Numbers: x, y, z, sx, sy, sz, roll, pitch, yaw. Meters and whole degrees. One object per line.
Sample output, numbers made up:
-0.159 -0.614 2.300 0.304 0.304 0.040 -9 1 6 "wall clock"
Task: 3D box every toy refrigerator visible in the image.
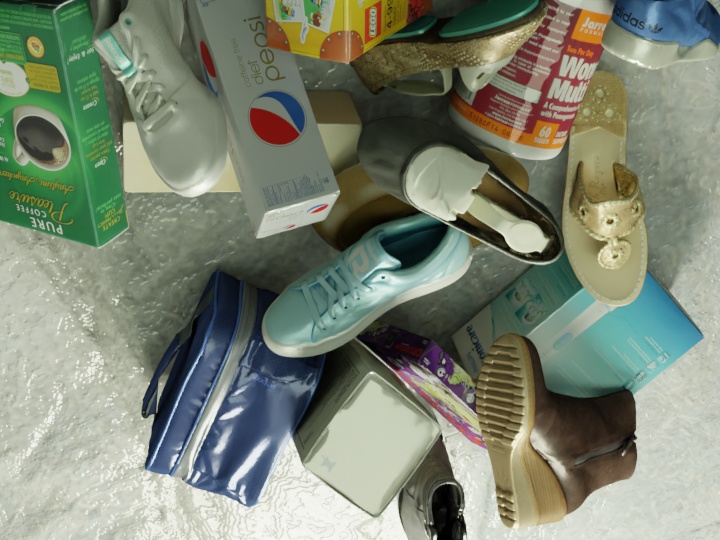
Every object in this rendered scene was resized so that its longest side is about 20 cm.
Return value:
-0.103 -0.109 0.975 0.196 0.076 0.071 -1 120 -12 "toy refrigerator"

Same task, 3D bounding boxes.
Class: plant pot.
0.053 -0.050 1.004 0.196 0.028 0.201 -8 157 -3 "plant pot"

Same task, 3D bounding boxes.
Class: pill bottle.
0.154 -0.205 0.955 0.108 0.110 0.202 11 117 -18 "pill bottle"

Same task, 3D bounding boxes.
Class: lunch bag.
-0.127 0.111 1.057 0.131 0.136 0.202 23 110 -12 "lunch bag"

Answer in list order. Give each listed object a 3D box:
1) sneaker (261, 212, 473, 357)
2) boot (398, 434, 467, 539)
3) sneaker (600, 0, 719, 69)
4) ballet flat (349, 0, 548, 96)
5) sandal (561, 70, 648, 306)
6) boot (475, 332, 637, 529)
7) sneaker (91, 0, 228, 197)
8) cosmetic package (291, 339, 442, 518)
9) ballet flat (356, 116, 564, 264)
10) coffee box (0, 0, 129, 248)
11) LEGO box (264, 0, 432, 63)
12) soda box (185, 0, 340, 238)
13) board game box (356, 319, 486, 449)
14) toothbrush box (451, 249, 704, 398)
0.000 0.000 0.961 0.198 0.074 0.082 -29 151 -6 "sneaker"
0.080 0.268 1.195 0.069 0.132 0.202 -17 121 -2 "boot"
0.267 -0.235 0.928 0.199 0.076 0.113 -23 139 -52 "sneaker"
0.074 -0.178 0.927 0.070 0.198 0.066 -43 121 -36 "ballet flat"
0.215 -0.072 1.016 0.076 0.070 0.216 -3 93 14 "sandal"
0.193 0.136 1.085 0.165 0.072 0.203 -17 112 -32 "boot"
-0.165 -0.151 0.866 0.075 0.203 0.088 -27 162 19 "sneaker"
-0.005 0.133 1.043 0.087 0.200 0.104 38 92 -12 "cosmetic package"
0.088 -0.060 0.897 0.198 0.068 0.069 25 103 -27 "ballet flat"
-0.258 -0.124 0.918 0.121 0.044 0.203 12 123 27 "coffee box"
-0.006 -0.280 0.849 0.076 0.149 0.203 15 124 25 "LEGO box"
-0.081 -0.134 0.898 0.063 0.068 0.203 -15 78 -15 "soda box"
0.092 0.124 1.126 0.200 0.120 0.032 43 80 -28 "board game box"
0.214 0.067 1.137 0.200 0.086 0.146 -43 119 12 "toothbrush box"
